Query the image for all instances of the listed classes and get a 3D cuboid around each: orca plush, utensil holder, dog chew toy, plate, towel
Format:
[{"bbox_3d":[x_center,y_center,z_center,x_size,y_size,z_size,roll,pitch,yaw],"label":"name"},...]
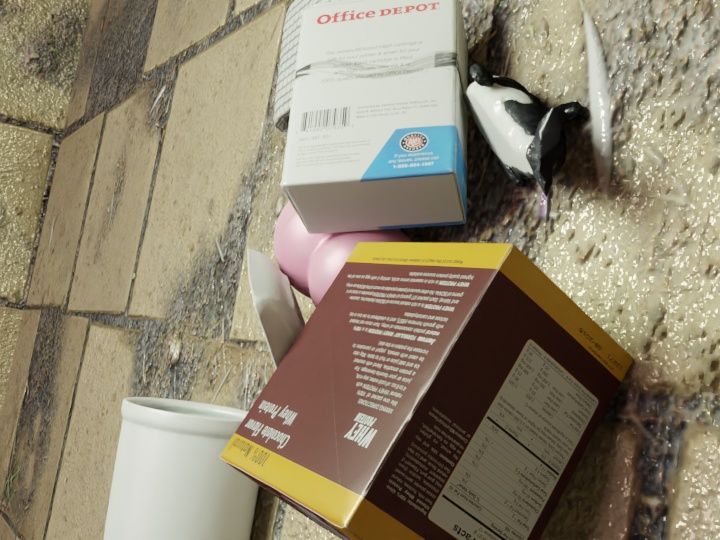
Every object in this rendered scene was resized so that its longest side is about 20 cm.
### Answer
[{"bbox_3d":[0.135,-0.121,0.693,0.200,0.071,0.105,-96,-20,-81],"label":"orca plush"},{"bbox_3d":[-0.196,0.254,1.021,0.170,0.170,0.200,1,82,60],"label":"utensil holder"},{"bbox_3d":[0.000,0.000,0.840,0.200,0.124,0.125,53,124,44],"label":"dog chew toy"},{"bbox_3d":[-0.052,0.087,0.801,0.200,0.032,0.200,-119,11,-74],"label":"plate"},{"bbox_3d":[-0.019,-0.249,1.009,0.200,0.086,0.166,-20,60,58],"label":"towel"}]

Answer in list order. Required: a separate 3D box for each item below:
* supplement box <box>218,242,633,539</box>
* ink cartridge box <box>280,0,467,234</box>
[{"bbox_3d":[0.039,0.099,0.639,0.200,0.133,0.197,-57,26,-16],"label":"supplement box"},{"bbox_3d":[0.019,-0.141,0.802,0.145,0.084,0.200,-4,60,14],"label":"ink cartridge box"}]
